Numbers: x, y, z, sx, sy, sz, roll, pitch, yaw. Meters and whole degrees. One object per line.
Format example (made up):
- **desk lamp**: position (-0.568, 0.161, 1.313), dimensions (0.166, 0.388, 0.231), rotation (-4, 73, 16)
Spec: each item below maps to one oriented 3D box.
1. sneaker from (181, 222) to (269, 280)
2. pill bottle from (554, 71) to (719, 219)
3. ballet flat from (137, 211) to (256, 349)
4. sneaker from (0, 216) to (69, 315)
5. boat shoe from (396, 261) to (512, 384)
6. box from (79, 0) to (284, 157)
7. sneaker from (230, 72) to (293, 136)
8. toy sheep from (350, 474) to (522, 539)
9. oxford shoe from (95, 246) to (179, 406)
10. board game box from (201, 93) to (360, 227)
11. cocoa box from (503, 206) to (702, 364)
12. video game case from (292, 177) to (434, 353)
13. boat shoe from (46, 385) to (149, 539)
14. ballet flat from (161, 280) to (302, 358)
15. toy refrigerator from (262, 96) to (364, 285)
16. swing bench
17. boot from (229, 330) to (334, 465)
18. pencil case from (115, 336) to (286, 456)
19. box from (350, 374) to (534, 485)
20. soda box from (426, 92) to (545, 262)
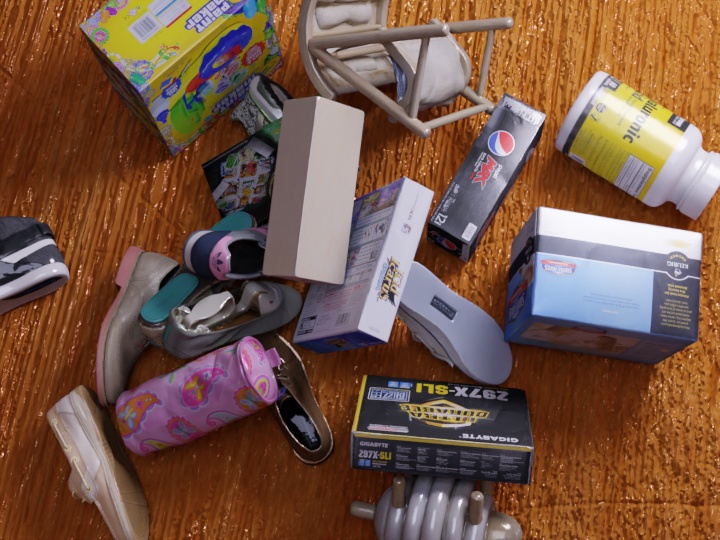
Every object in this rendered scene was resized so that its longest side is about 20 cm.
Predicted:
- **sneaker**: position (-0.110, -0.018, 1.305), dimensions (0.198, 0.081, 0.071), rotation (-12, 109, -40)
- **pill bottle**: position (0.350, -0.150, 1.353), dimensions (0.199, 0.111, 0.112), rotation (34, 77, 11)
- **ballet flat**: position (-0.194, 0.016, 1.343), dimensions (0.067, 0.076, 0.201), rotation (24, 61, 28)
- **sneaker**: position (-0.474, 0.000, 1.370), dimensions (0.198, 0.073, 0.113), rotation (-22, 70, -13)
- **boat shoe**: position (0.093, 0.067, 1.322), dimensions (0.201, 0.086, 0.075), rotation (38, 71, -17)
- **box**: position (-0.216, -0.282, 1.374), dimensions (0.200, 0.193, 0.122), rotation (-42, 76, -9)
- **sneaker**: position (-0.101, -0.151, 1.409), dimensions (0.088, 0.077, 0.202), rotation (-37, 74, 24)
- **toy sheep**: position (0.084, 0.281, 1.228), dimensions (0.197, 0.138, 0.140), rotation (11, 73, 19)
- **oxford shoe**: position (-0.272, 0.070, 1.336), dimensions (0.074, 0.071, 0.203), rotation (10, 74, 3)
- **board game box**: position (-0.101, -0.128, 1.355), dimensions (0.198, 0.023, 0.106), rotation (-26, 80, 26)
- **cocoa box**: position (0.280, 0.022, 1.280), dimensions (0.197, 0.134, 0.133), rotation (9, 73, -4)
- **video game case**: position (0.000, 0.000, 1.281), dimensions (0.045, 0.199, 0.184), rotation (22, 74, -20)
- **boat shoe**: position (-0.312, 0.239, 1.292), dimensions (0.069, 0.074, 0.202), rotation (-28, 73, 6)
- **ballet flat**: position (-0.143, 0.046, 1.294), dimensions (0.198, 0.064, 0.067), rotation (-22, 54, -37)
- **toy refrigerator**: position (-0.056, -0.089, 1.255), dimensions (0.069, 0.075, 0.203), rotation (2, 84, 48)
- **swing bench**: position (0.051, -0.263, 1.333), dimensions (0.198, 0.198, 0.132), rotation (21, 115, 26)
- **boot**: position (-0.095, 0.135, 1.307), dimensions (0.073, 0.076, 0.201), rotation (-33, 74, -5)
- **pencil case**: position (-0.188, 0.146, 1.272), dimensions (0.198, 0.087, 0.089), rotation (-26, 72, 19)
- **box**: position (0.093, 0.177, 1.243), dimensions (0.197, 0.160, 0.050), rotation (5, 106, 4)
- **soda box**: position (0.157, -0.116, 1.371), dimensions (0.063, 0.071, 0.201), rotation (29, 76, 12)
